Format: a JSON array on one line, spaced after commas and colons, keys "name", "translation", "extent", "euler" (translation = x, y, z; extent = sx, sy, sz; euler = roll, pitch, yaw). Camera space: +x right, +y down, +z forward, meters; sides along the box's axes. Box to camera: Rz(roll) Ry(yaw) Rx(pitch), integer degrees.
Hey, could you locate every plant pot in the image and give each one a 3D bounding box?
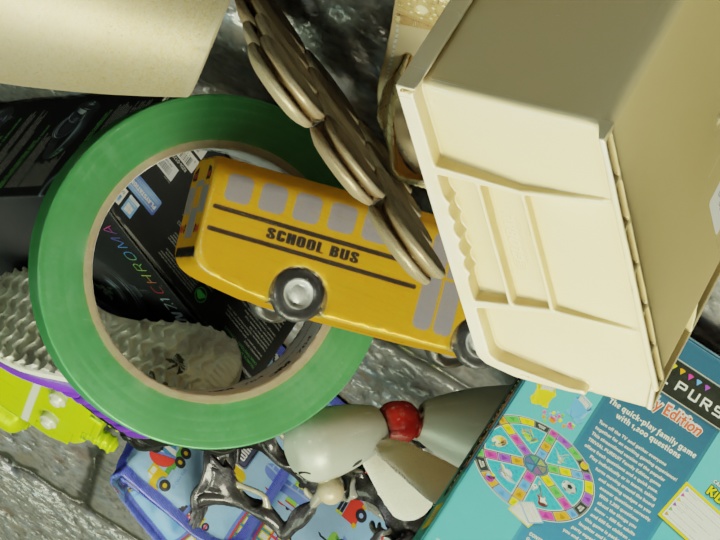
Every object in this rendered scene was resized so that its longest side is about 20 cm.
[{"name": "plant pot", "translation": [-0.165, -0.168, 1.295], "extent": [0.200, 0.188, 0.187], "euler": [22, 152, -8]}]

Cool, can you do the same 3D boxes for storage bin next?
[{"name": "storage bin", "translation": [0.119, -0.076, 1.105], "extent": [0.094, 0.200, 0.199], "euler": [15, 146, 26]}]

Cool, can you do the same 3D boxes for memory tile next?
[{"name": "memory tile", "translation": [-0.015, -0.075, 1.288], "extent": [0.153, 0.017, 0.200], "euler": [52, -173, -17]}]

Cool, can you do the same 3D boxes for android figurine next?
[{"name": "android figurine", "translation": [-0.259, 0.067, 1.866], "extent": [0.200, 0.041, 0.182], "euler": [35, 151, 0]}]

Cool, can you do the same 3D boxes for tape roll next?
[{"name": "tape roll", "translation": [-0.087, 0.001, 1.423], "extent": [0.200, 0.201, 0.048], "euler": [40, 171, -12]}]

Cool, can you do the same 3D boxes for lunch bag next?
[{"name": "lunch bag", "translation": [-0.078, 0.131, 1.666], "extent": [0.094, 0.151, 0.200], "euler": [-9, 131, 50]}]

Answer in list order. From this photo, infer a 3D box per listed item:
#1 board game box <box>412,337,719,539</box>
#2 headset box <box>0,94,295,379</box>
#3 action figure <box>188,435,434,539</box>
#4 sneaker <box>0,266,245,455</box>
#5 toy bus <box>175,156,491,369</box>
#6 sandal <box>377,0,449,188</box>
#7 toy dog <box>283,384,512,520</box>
[{"name": "board game box", "translation": [0.135, 0.125, 1.395], "extent": [0.151, 0.200, 0.047], "euler": [33, 176, 0]}, {"name": "headset box", "translation": [-0.156, -0.018, 1.577], "extent": [0.200, 0.093, 0.174], "euler": [0, 137, 45]}, {"name": "action figure", "translation": [0.000, 0.155, 1.577], "extent": [0.200, 0.119, 0.102], "euler": [19, 138, 13]}, {"name": "sneaker", "translation": [-0.152, 0.068, 1.532], "extent": [0.200, 0.070, 0.100], "euler": [19, 150, 27]}, {"name": "toy bus", "translation": [0.000, 0.000, 1.388], "extent": [0.200, 0.078, 0.065], "euler": [15, 175, -14]}, {"name": "sandal", "translation": [0.034, -0.079, 1.311], "extent": [0.077, 0.070, 0.212], "euler": [19, 149, 12]}, {"name": "toy dog", "translation": [0.060, 0.119, 1.482], "extent": [0.199, 0.097, 0.132], "euler": [-9, 172, 3]}]
